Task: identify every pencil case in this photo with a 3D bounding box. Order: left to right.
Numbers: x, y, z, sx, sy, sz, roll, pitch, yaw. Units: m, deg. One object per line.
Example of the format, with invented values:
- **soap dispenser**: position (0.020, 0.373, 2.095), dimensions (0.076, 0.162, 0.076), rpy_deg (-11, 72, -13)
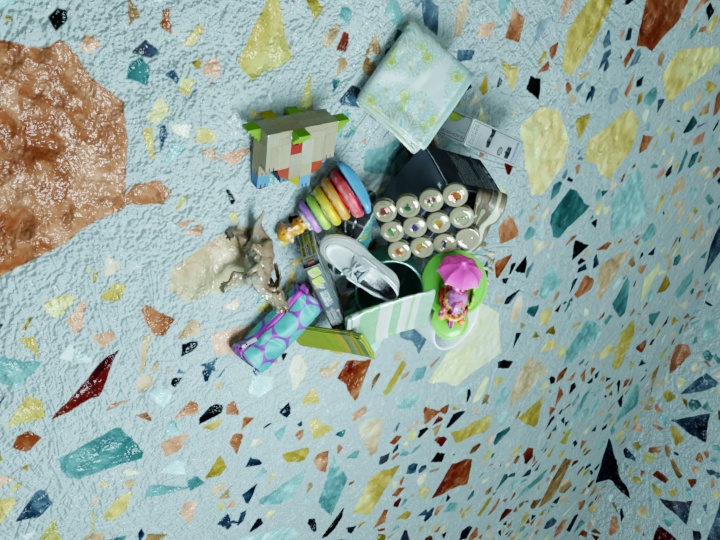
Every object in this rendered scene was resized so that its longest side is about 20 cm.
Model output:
- **pencil case**: position (-0.172, 0.120, 1.430), dimensions (0.200, 0.085, 0.093), rpy_deg (-46, 151, -10)

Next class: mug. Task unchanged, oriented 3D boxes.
- **mug**: position (0.044, 0.024, 1.533), dimensions (0.182, 0.115, 0.154), rpy_deg (-4, 116, -1)
- **mug**: position (0.192, 0.070, 1.653), dimensions (0.198, 0.175, 0.149), rpy_deg (-26, 133, -27)

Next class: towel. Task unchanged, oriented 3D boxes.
- **towel**: position (-0.065, 0.153, 1.472), dimensions (0.018, 0.197, 0.087), rpy_deg (-63, 143, -31)
- **towel**: position (0.059, 0.108, 1.468), dimensions (0.197, 0.024, 0.153), rpy_deg (-15, 149, -12)
- **towel**: position (0.107, -0.358, 1.354), dimensions (0.170, 0.048, 0.201), rpy_deg (36, 89, -16)

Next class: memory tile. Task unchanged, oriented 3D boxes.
- **memory tile**: position (0.134, -0.094, 1.389), dimensions (0.197, 0.017, 0.155), rpy_deg (-11, 123, 18)

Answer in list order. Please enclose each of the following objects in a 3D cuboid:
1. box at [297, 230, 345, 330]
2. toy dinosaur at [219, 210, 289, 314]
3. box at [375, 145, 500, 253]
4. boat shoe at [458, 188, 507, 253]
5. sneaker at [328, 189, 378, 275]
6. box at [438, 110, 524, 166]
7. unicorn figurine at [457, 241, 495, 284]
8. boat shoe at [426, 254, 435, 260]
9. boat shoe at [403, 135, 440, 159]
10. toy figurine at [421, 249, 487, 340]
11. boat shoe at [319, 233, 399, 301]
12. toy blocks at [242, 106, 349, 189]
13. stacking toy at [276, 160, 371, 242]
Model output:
- **box**: position (-0.077, 0.026, 1.436), dimensions (0.034, 0.111, 0.201), rpy_deg (-19, 133, 3)
- **toy dinosaur**: position (-0.193, -0.019, 1.334), dimensions (0.135, 0.085, 0.204), rpy_deg (-4, 102, -51)
- **box**: position (0.165, -0.146, 1.486), dimensions (0.195, 0.125, 0.200), rpy_deg (3, 140, -44)
- **boat shoe**: position (0.235, -0.109, 1.428), dimensions (0.203, 0.074, 0.076), rpy_deg (115, -8, -57)
- **sneaker**: position (-0.010, -0.084, 1.471), dimensions (0.079, 0.077, 0.202), rpy_deg (-12, 131, -53)
- **box**: position (0.261, -0.301, 1.531), dimensions (0.198, 0.116, 0.061), rpy_deg (10, 109, -43)
- **unicorn figurine**: position (0.258, -0.019, 1.674), dimensions (0.200, 0.135, 0.075), rpy_deg (-68, 173, -67)
- **boat shoe**: position (0.214, -0.107, 1.630), dimensions (0.074, 0.086, 0.205), rpy_deg (5, 112, -43)
- **boat shoe**: position (0.124, -0.275, 1.457), dimensions (0.070, 0.070, 0.201), rpy_deg (-41, 136, -13)
- **toy figurine**: position (0.198, 0.043, 1.442), dimensions (0.184, 0.148, 0.203), rpy_deg (54, 44, -81)
- **boat shoe**: position (0.000, 0.000, 1.415), dimensions (0.199, 0.069, 0.072), rpy_deg (40, 107, -21)
- **toy blocks**: position (-0.123, -0.216, 1.273), dimensions (0.198, 0.100, 0.138), rpy_deg (-19, 138, -31)
- **stacking toy**: position (-0.081, -0.117, 1.363), dimensions (0.199, 0.110, 0.117), rpy_deg (-34, 92, 0)
